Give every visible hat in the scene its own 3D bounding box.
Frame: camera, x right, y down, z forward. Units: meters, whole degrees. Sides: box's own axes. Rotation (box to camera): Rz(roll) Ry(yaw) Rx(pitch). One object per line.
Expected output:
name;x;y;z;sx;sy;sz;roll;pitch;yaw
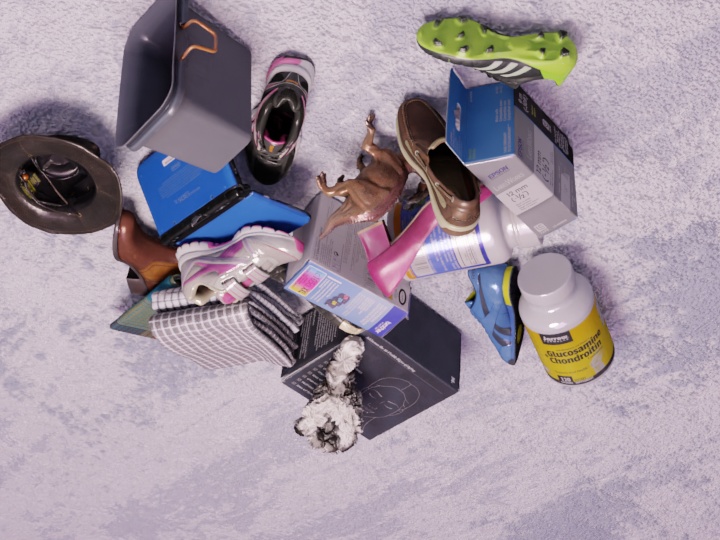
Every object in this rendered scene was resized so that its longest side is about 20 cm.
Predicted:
hat;-0.405;-0.136;1.691;0.199;0.081;0.202;10;137;9

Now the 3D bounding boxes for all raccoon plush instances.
raccoon plush;-0.025;0.184;1.829;0.096;0.134;0.201;30;101;-3

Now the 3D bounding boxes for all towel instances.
towel;-0.275;0.064;1.884;0.146;0.022;0.199;17;148;-34
towel;-0.195;0.087;1.815;0.164;0.086;0.200;-12;153;19

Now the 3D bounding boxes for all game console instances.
game console;-0.189;-0.106;1.683;0.118;0.172;0.199;-17;173;-44

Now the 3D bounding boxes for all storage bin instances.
storage bin;-0.200;-0.227;1.499;0.134;0.201;0.145;24;135;-34

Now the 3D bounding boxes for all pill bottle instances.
pill bottle;0.145;-0.057;1.684;0.198;0.113;0.112;-12;134;17
pill bottle;0.296;0.071;1.801;0.111;0.113;0.201;-13;134;19

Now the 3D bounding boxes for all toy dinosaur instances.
toy dinosaur;0.029;-0.108;1.619;0.135;0.200;0.086;39;171;19

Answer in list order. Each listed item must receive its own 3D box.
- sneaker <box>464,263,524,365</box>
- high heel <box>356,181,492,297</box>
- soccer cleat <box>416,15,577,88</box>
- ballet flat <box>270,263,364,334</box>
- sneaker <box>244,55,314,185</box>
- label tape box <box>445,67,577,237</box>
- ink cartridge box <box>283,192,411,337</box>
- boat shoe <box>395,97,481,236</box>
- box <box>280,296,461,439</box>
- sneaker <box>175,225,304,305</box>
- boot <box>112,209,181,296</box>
sneaker;0.201;0.063;1.845;0.078;0.066;0.201;4;138;19
high heel;0.097;-0.044;1.611;0.199;0.067;0.097;-24;92;8
soccer cleat;0.164;-0.260;1.505;0.198;0.068;0.081;7;150;-1
ballet flat;-0.070;0.028;1.784;0.200;0.066;0.057;40;121;20
sneaker;-0.114;-0.180;1.603;0.080;0.087;0.201;11;137;-3
label tape box;0.191;-0.159;1.547;0.066;0.144;0.200;-27;128;31
ink cartridge box;0.000;0.000;1.743;0.199;0.137;0.076;27;135;-20
boat shoe;0.103;-0.145;1.537;0.074;0.203;0.075;-17;152;-16
box;0.018;0.133;1.891;0.199;0.125;0.196;37;131;-28
sneaker;-0.163;0.000;1.681;0.198;0.089;0.081;-14;154;28
boot;-0.253;-0.023;1.800;0.198;0.069;0.189;-1;136;6
